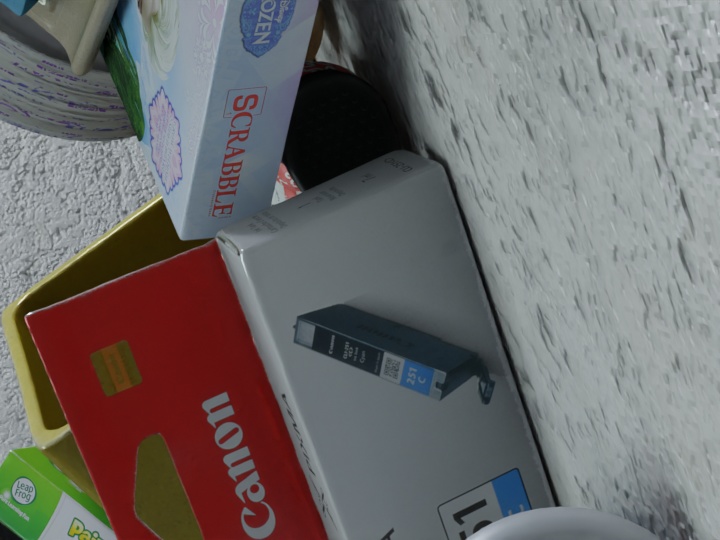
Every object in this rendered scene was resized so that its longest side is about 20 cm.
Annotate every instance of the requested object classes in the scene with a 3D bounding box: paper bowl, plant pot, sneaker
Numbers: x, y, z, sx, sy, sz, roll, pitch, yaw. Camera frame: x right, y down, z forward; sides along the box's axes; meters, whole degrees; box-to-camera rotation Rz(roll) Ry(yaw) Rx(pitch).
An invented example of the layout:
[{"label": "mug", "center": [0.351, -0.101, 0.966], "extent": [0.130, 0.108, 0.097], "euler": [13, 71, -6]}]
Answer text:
[{"label": "paper bowl", "center": [-0.149, -0.177, 1.025], "extent": [0.104, 0.201, 0.201], "euler": [-48, 58, 44]}, {"label": "plant pot", "center": [-0.059, 0.072, 1.107], "extent": [0.200, 0.195, 0.194], "euler": [54, 180, -26]}, {"label": "sneaker", "center": [0.001, -0.001, 0.890], "extent": [0.108, 0.067, 0.202], "euler": [-132, 25, -73]}]

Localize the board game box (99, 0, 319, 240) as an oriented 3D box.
[{"label": "board game box", "center": [-0.072, -0.152, 0.793], "extent": [0.200, 0.041, 0.200], "euler": [106, 148, -44]}]

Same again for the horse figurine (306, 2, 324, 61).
[{"label": "horse figurine", "center": [-0.057, -0.144, 0.904], "extent": [0.133, 0.050, 0.200], "euler": [44, 150, 37]}]

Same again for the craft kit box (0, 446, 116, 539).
[{"label": "craft kit box", "center": [-0.099, 0.172, 1.163], "extent": [0.197, 0.049, 0.200], "euler": [32, -170, 18]}]

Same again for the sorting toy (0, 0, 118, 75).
[{"label": "sorting toy", "center": [-0.170, -0.187, 0.798], "extent": [0.200, 0.036, 0.185], "euler": [43, 150, 3]}]

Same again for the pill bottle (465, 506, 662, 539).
[{"label": "pill bottle", "center": [0.064, 0.154, 0.699], "extent": [0.200, 0.109, 0.109], "euler": [92, 155, -74]}]

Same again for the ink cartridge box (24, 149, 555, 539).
[{"label": "ink cartridge box", "center": [-0.020, 0.075, 0.805], "extent": [0.045, 0.176, 0.200], "euler": [32, 145, 67]}]
